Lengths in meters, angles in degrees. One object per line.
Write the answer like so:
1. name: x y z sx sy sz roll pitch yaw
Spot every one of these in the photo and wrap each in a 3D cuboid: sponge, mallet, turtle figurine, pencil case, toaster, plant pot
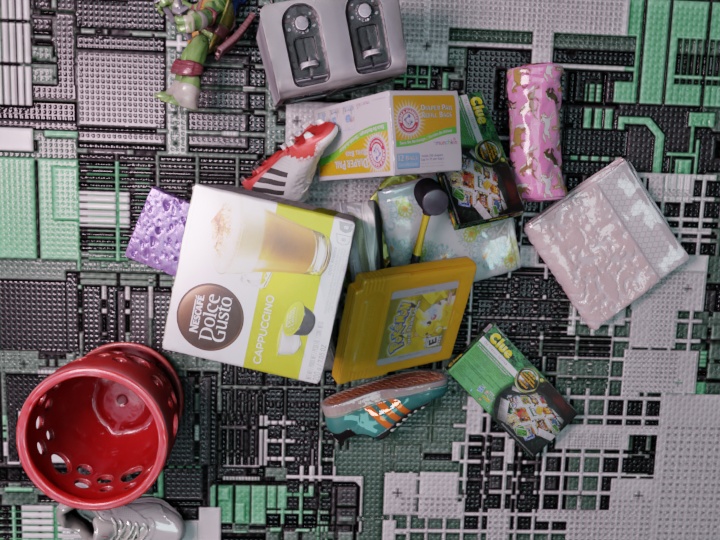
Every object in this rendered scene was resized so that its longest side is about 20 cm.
1. sponge: -0.237 -0.035 1.045 0.199 0.030 0.112 23 97 -7
2. mallet: 0.083 -0.027 0.982 0.041 0.066 0.202 9 103 -11
3. turtle figurine: -0.255 -0.330 0.951 0.143 0.199 0.195 23 102 29
4. pencil case: 0.258 -0.202 1.020 0.082 0.086 0.202 -2 99 16
5. toaster: -0.048 -0.302 0.947 0.179 0.200 0.120 -13 101 -9
6. plant pot: -0.354 0.210 0.994 0.198 0.183 0.202 0 97 -3

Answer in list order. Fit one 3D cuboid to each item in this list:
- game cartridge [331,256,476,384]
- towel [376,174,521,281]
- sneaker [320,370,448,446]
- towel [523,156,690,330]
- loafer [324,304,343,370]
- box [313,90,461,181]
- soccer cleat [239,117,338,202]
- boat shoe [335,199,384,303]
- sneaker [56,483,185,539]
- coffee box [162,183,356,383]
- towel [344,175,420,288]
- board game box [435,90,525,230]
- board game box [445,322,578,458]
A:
1. game cartridge: 0.062 0.071 0.997 0.199 0.032 0.178 -10 127 -31
2. towel: 0.134 -0.060 1.038 0.198 0.048 0.173 -14 102 -5
3. sneaker: 0.044 0.212 1.075 0.198 0.071 0.081 -16 101 5
4. towel: 0.379 -0.041 1.073 0.190 0.032 0.201 -36 97 2
5. loafer: -0.059 0.055 1.049 0.069 0.070 0.202 0 105 -8
6. box: 0.032 -0.177 0.939 0.112 0.199 0.102 -9 99 -31
7. soccer cleat: -0.088 -0.142 0.983 0.199 0.069 0.085 -27 113 40
8. boat shoe: 0.000 -0.001 1.025 0.064 0.074 0.204 -2 96 10
9. sneaker: -0.368 0.389 1.060 0.198 0.099 0.079 15 97 -5
10. coffee box: -0.121 0.007 0.901 0.196 0.200 0.201 13 97 -2
11. towel: 0.029 -0.059 1.060 0.086 0.018 0.201 36 94 -8
12. board game box: 0.155 -0.160 1.001 0.104 0.023 0.202 -13 70 -5
13. board game box: 0.237 0.188 1.093 0.105 0.023 0.200 -43 98 4
